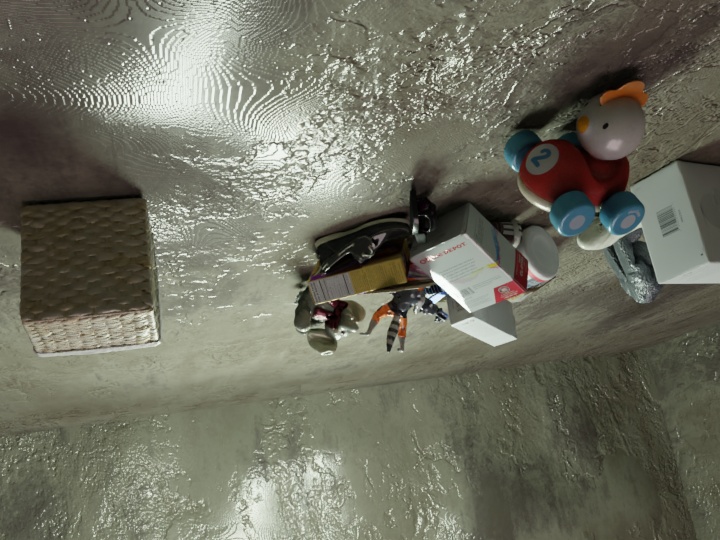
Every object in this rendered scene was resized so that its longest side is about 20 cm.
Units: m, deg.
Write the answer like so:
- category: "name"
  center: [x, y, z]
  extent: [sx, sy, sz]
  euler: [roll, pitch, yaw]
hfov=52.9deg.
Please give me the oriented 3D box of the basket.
- category: "basket"
  center: [-0.411, 0.009, 1.103]
  extent: [0.195, 0.202, 0.161]
  euler: [-5, 159, -14]

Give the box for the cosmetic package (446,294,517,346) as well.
- category: "cosmetic package"
  center: [0.291, 0.103, 1.728]
  extent: [0.073, 0.104, 0.199]
  euler: [-23, 146, 33]

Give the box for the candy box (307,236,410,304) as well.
- category: "candy box"
  center: [0.000, 0.000, 1.456]
  extent: [0.196, 0.058, 0.117]
  euler: [-13, -159, 14]

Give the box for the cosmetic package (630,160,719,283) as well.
- category: "cosmetic package"
  center: [0.652, -0.088, 1.391]
  extent: [0.196, 0.204, 0.123]
  euler: [0, 160, -29]

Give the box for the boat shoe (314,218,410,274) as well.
- category: "boat shoe"
  center: [0.008, -0.048, 1.383]
  extent: [0.196, 0.069, 0.072]
  euler: [-18, 160, 20]

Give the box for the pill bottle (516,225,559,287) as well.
- category: "pill bottle"
  center: [0.327, -0.009, 1.599]
  extent: [0.118, 0.122, 0.199]
  euler: [4, 159, -39]

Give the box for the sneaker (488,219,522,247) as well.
- category: "sneaker"
  center: [0.238, -0.053, 1.512]
  extent: [0.113, 0.077, 0.200]
  euler: [7, 148, -27]

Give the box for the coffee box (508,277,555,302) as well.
- category: "coffee box"
  center: [0.378, 0.016, 1.775]
  extent: [0.112, 0.081, 0.200]
  euler: [-5, 162, -15]

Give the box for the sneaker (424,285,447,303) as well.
- category: "sneaker"
  center: [0.172, 0.019, 1.689]
  extent: [0.077, 0.071, 0.200]
  euler: [29, 133, -14]

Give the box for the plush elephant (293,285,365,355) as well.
- category: "plush elephant"
  center: [-0.065, 0.100, 1.633]
  extent: [0.154, 0.166, 0.200]
  euler: [38, 166, -12]

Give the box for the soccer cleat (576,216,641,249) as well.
- category: "soccer cleat"
  center: [0.552, -0.104, 1.528]
  extent: [0.196, 0.071, 0.078]
  euler: [-21, 156, 11]

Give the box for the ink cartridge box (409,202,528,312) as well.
- category: "ink cartridge box"
  center: [0.214, -0.022, 1.415]
  extent: [0.144, 0.084, 0.199]
  euler: [-24, 128, 40]

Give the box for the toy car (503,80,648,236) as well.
- category: "toy car"
  center: [0.330, -0.185, 1.033]
  extent: [0.173, 0.186, 0.203]
  euler: [-2, 133, -23]

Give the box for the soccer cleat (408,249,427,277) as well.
- category: "soccer cleat"
  center: [0.106, -0.018, 1.544]
  extent: [0.196, 0.068, 0.076]
  euler: [-15, 158, 25]

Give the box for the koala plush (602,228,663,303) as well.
- category: "koala plush"
  center: [0.687, -0.041, 1.655]
  extent: [0.197, 0.187, 0.178]
  euler: [-23, 163, 3]

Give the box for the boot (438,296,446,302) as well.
- category: "boot"
  center: [0.223, 0.038, 1.770]
  extent: [0.095, 0.076, 0.199]
  euler: [0, 162, -39]

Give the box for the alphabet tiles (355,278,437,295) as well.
- category: "alphabet tiles"
  center: [0.084, 0.032, 1.486]
  extent: [0.165, 0.008, 0.198]
  euler: [-6, -178, 37]

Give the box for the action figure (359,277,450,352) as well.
- category: "action figure"
  center: [0.115, 0.094, 1.643]
  extent: [0.197, 0.196, 0.105]
  euler: [26, -174, -8]

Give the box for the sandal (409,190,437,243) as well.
- category: "sandal"
  center: [0.113, -0.096, 1.282]
  extent: [0.047, 0.077, 0.200]
  euler: [-6, 173, 9]
